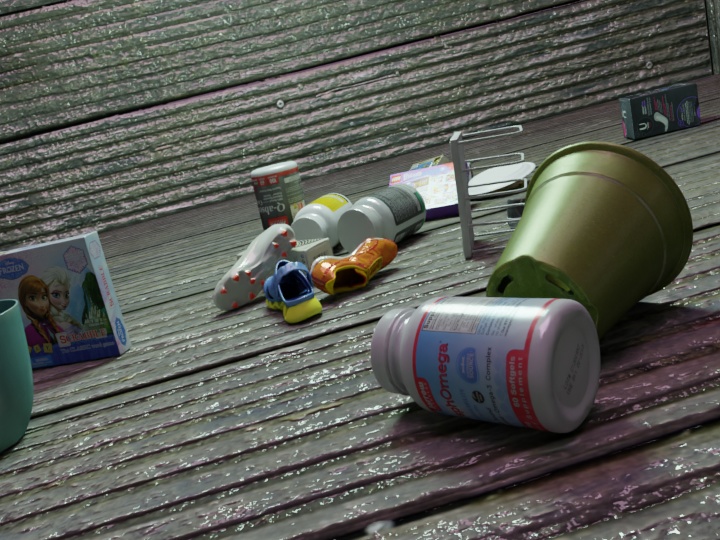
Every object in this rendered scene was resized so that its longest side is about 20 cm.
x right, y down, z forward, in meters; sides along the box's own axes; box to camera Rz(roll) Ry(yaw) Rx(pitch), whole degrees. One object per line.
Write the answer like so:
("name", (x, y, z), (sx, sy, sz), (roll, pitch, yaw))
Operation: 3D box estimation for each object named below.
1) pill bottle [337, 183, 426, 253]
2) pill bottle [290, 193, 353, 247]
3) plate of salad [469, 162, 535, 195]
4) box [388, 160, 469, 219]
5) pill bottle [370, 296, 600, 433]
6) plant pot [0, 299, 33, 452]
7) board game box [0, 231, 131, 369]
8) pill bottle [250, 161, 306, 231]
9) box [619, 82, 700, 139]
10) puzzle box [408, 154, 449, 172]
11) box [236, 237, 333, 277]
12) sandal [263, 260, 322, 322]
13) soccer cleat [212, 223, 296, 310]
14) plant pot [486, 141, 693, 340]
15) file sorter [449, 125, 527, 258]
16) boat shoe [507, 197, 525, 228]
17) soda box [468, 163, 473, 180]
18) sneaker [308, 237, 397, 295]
("pill bottle", (0.044, -0.104, 1.486), (0.111, 0.116, 0.199), (-4, 15, 36))
("pill bottle", (-0.087, -0.101, 1.615), (0.109, 0.114, 0.200), (-9, 13, 19))
("plate of salad", (0.349, -0.224, 1.825), (0.196, 0.049, 0.201), (-22, 17, 7))
("box", (0.158, -0.183, 1.713), (0.196, 0.039, 0.139), (-8, 50, 24))
("pill bottle", (0.106, 0.080, 0.658), (0.197, 0.111, 0.108), (-2, 17, 44))
("plant pot", (-0.499, 0.147, 0.887), (0.196, 0.165, 0.201), (-12, 13, 3))
("board game box", (-0.499, 0.054, 1.197), (0.195, 0.204, 0.041), (-10, 13, 16))
("pill bottle", (-0.183, -0.146, 1.703), (0.113, 0.205, 0.116), (-12, 12, 3))
("box", (0.882, -0.471, 2.133), (0.195, 0.125, 0.106), (-12, 13, 5))
("puzzle box", (0.148, -0.226, 1.868), (0.135, 0.025, 0.199), (-59, 16, -9))
("box", (-0.146, -0.015, 1.412), (0.197, 0.070, 0.082), (-2, 18, 39))
("sandal", (-0.117, 0.022, 1.189), (0.078, 0.089, 0.199), (-20, 12, -19))
("soccer cleat", (-0.197, -0.006, 1.323), (0.200, 0.070, 0.077), (-47, 31, -16))
("plant pot", (0.229, -0.004, 0.777), (0.197, 0.203, 0.190), (-1, 31, 43))
("file sorter", (0.233, -0.143, 1.272), (0.121, 0.205, 0.139), (-6, 14, 13))
("boat shoe", (0.358, -0.142, 1.421), (0.197, 0.068, 0.069), (-21, 15, -29))
("soda box", (0.219, -0.250, 2.031), (0.195, 0.065, 0.068), (-10, 13, 15))
("sneaker", (0.000, 0.000, 1.243), (0.076, 0.074, 0.198), (30, 39, 34))
